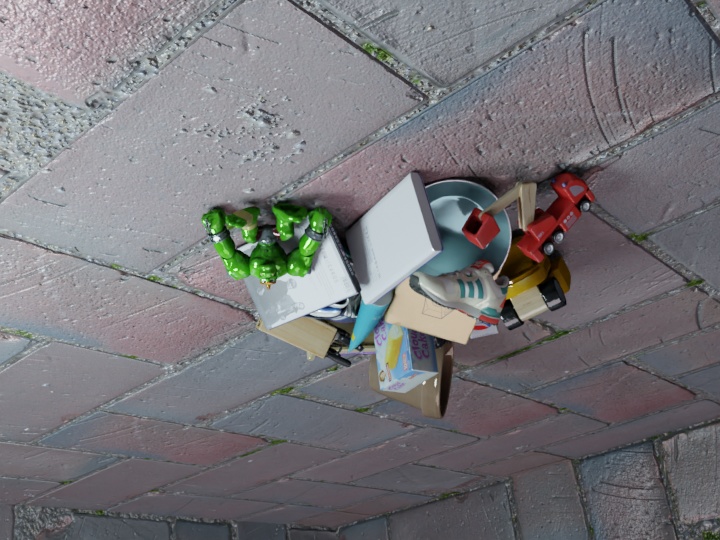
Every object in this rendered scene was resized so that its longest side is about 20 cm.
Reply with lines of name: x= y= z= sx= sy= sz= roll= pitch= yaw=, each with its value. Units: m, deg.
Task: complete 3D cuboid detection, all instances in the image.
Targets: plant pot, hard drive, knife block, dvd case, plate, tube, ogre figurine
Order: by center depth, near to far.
ogre figurine: x=-0.146 y=-0.042 z=1.366 sx=0.196 sy=0.098 sz=0.122 roll=-13 pitch=123 yaw=-19
hard drive: x=0.050 y=-0.048 z=1.377 sx=0.025 sy=0.135 sz=0.199 roll=-1 pitch=156 yaw=-35
plate: x=0.149 y=-0.057 z=1.408 sx=0.195 sy=0.026 sz=0.205 roll=1 pitch=115 yaw=1
dvd case: x=-0.110 y=0.000 z=1.433 sx=0.197 sy=0.153 sz=0.025 roll=-22 pitch=-173 yaw=28
tube: x=0.017 y=0.088 z=1.580 sx=0.077 sy=0.050 sz=0.201 roll=-38 pitch=164 yaw=-27
knife block: x=-0.088 y=0.124 z=1.643 sx=0.173 sy=0.065 sz=0.200 roll=27 pitch=180 yaw=17
plant pot: x=0.113 y=0.220 z=1.920 sx=0.170 sy=0.204 sz=0.201 roll=6 pitch=158 yaw=15

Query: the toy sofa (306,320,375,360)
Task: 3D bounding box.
toy sofa: x=-0.018 y=0.142 z=1.807 sx=0.195 sy=0.085 sz=0.098 roll=-2 pitch=153 yaw=-12

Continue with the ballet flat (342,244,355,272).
ballet flat: x=0.000 y=0.000 z=1.522 sx=0.198 sy=0.074 sz=0.071 roll=15 pitch=147 yaw=-42

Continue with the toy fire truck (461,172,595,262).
toy fire truck: x=0.269 y=-0.093 z=1.361 sx=0.201 sy=0.049 sz=0.141 roll=-48 pitch=120 yaw=-2

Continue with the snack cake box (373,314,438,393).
snack cake box: x=0.081 y=0.119 z=1.648 sx=0.066 sy=0.204 sz=0.115 roll=10 pitch=150 yaw=-32

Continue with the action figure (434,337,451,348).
action figure: x=0.144 y=0.108 z=1.705 sx=0.119 sy=0.102 sz=0.200 roll=-48 pitch=174 yaw=1

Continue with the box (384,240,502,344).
box: x=0.143 y=0.031 z=1.497 sx=0.160 sy=0.021 sz=0.203 roll=15 pitch=126 yaw=-6

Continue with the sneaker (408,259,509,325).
sneaker: x=0.163 y=0.018 z=1.377 sx=0.197 sy=0.095 sz=0.070 roll=22 pitch=-177 yaw=-34

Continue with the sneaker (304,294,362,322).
sneaker: x=-0.032 y=0.061 z=1.577 sx=0.196 sy=0.083 sz=0.146 roll=12 pitch=-178 yaw=-26

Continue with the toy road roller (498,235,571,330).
toy road roller: x=0.309 y=0.004 z=1.604 sx=0.121 sy=0.148 sz=0.200 roll=-26 pitch=-173 yaw=23

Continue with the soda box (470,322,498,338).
soda box: x=0.237 y=0.072 z=1.751 sx=0.062 sy=0.070 sz=0.201 roll=-12 pitch=154 yaw=10
